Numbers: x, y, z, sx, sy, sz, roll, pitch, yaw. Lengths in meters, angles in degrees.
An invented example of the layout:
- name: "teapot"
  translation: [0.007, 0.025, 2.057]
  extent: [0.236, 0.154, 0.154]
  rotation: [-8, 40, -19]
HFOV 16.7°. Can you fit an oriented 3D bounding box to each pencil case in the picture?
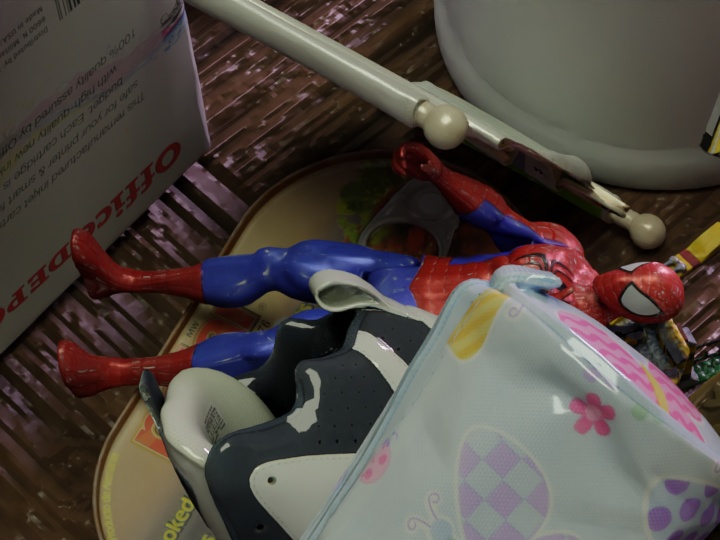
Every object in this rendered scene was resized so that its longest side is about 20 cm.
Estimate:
- name: "pencil case"
  translation: [0.009, 0.096, 0.636]
  extent: [0.091, 0.083, 0.200]
  rotation: [41, 96, 12]

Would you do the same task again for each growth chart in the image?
- name: "growth chart"
  translation: [0.014, -0.060, 0.826]
  extent: [0.145, 0.200, 0.018]
  rotation: [30, 95, 27]

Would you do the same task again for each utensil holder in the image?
- name: "utensil holder"
  translation: [0.111, -0.155, 0.866]
  extent: [0.170, 0.200, 0.170]
  rotation: [-1, 54, 1]

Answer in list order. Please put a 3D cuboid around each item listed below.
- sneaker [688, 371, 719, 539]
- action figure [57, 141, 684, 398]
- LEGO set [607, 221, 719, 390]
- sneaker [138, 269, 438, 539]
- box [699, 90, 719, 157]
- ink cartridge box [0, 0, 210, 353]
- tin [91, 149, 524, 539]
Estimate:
- name: "sneaker"
  translation: [0.087, 0.127, 0.675]
  extent: [0.200, 0.090, 0.067]
  rotation: [-55, 36, 0]
- name: "action figure"
  translation: [0.000, 0.000, 0.768]
  extent: [0.200, 0.099, 0.065]
  rotation: [-1, 63, 8]
- name: "LEGO set"
  translation: [0.166, 0.029, 0.784]
  extent: [0.200, 0.116, 0.154]
  rotation: [-11, 55, -7]
- name: "sneaker"
  translation: [-0.027, 0.088, 0.712]
  extent: [0.130, 0.080, 0.199]
  rotation: [33, 101, -15]
- name: "box"
  translation: [0.221, -0.078, 0.731]
  extent: [0.200, 0.049, 0.160]
  rotation: [19, 95, 0]
- name: "ink cartridge box"
  translation: [-0.159, -0.088, 0.827]
  extent: [0.145, 0.200, 0.147]
  rotation: [32, 62, 24]
- name: "tin"
  translation: [-0.013, 0.045, 0.829]
  extent: [0.112, 0.042, 0.200]
  rotation: [24, 59, 13]
